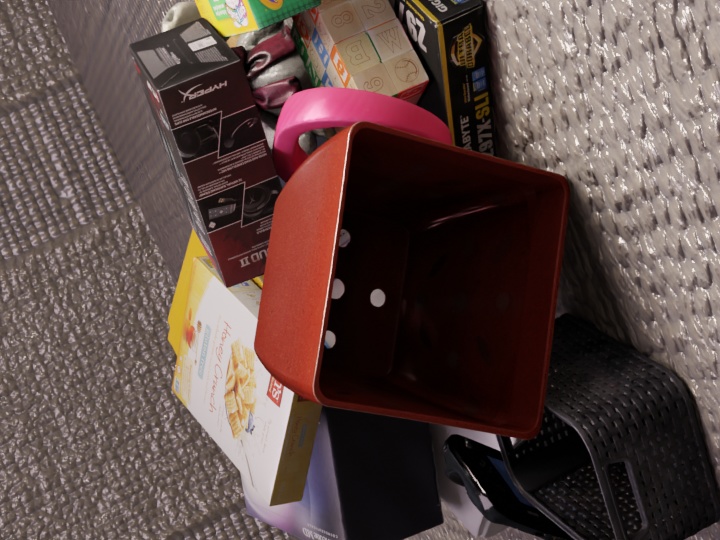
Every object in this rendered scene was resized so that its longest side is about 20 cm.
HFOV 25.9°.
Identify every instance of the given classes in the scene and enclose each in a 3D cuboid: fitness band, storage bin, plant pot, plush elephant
[{"bbox_3d":[-0.001,-0.093,1.269,0.200,0.142,0.038,114,168,-73],"label":"fitness band"},{"bbox_3d":[0.184,0.133,1.244,0.200,0.093,0.137,35,148,65],"label":"storage bin"},{"bbox_3d":[0.022,0.012,1.208,0.176,0.198,0.203,-3,77,61],"label":"plant pot"},{"bbox_3d":[-0.110,-0.177,1.450,0.200,0.153,0.167,177,82,-70],"label":"plush elephant"}]

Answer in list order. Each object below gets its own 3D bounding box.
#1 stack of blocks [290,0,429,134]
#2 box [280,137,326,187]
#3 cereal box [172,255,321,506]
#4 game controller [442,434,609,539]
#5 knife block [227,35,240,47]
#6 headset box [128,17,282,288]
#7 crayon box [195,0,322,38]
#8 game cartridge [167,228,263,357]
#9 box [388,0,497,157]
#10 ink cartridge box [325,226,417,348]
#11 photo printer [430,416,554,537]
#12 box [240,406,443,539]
[{"bbox_3d":[-0.022,-0.213,1.291,0.202,0.058,0.115,64,167,8],"label":"stack of blocks"},{"bbox_3d":[-0.055,-0.068,1.717,0.200,0.122,0.200,65,165,-6],"label":"box"},{"bbox_3d":[-0.101,0.094,1.389,0.200,0.039,0.146,40,126,48],"label":"cereal box"},{"bbox_3d":[0.153,0.202,1.385,0.199,0.042,0.104,25,-169,-43],"label":"game controller"},{"bbox_3d":[-0.132,-0.310,1.713,0.177,0.063,0.200,61,165,14],"label":"knife block"},{"bbox_3d":[-0.120,-0.093,1.319,0.149,0.076,0.202,-127,19,-61],"label":"headset box"},{"bbox_3d":[-0.100,-0.255,1.269,0.120,0.058,0.200,69,167,-12],"label":"crayon box"},{"bbox_3d":[-0.119,0.054,1.480,0.201,0.032,0.178,55,136,42],"label":"game cartridge"},{"bbox_3d":[0.042,-0.197,1.308,0.200,0.049,0.161,53,159,42],"label":"box"},{"bbox_3d":[0.000,0.000,1.426,0.068,0.115,0.200,55,-177,-13],"label":"ink cartridge box"},{"bbox_3d":[0.093,0.135,1.521,0.200,0.069,0.168,49,141,30],"label":"photo printer"},{"bbox_3d":[-0.032,0.151,1.525,0.199,0.122,0.201,9,112,56],"label":"box"}]
